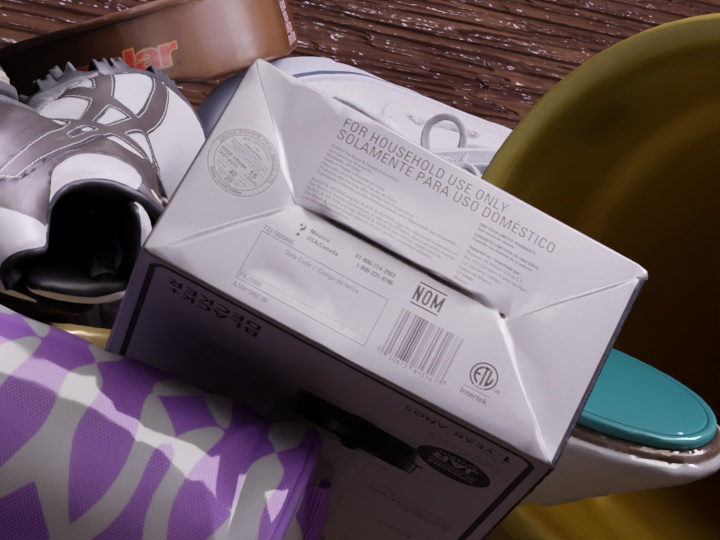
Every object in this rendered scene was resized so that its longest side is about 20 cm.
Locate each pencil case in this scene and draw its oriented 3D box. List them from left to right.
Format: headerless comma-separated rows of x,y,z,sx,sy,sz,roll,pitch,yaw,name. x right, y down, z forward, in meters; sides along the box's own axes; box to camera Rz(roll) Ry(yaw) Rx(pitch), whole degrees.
-0.102,0.039,0.676,0.200,0.084,0.086,25,29,2,pencil case

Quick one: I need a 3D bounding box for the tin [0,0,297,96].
-0.082,-0.087,1.051,0.112,0.042,0.200,-12,6,3,tin

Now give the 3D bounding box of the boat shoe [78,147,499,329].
-0.001,-0.001,0.974,0.202,0.074,0.065,-9,7,-25,boat shoe

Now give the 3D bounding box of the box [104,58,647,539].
-0.009,0.029,0.732,0.117,0.200,0.060,28,68,0,box

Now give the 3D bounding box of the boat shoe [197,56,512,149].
0.025,-0.034,1.119,0.202,0.075,0.086,14,11,-41,boat shoe

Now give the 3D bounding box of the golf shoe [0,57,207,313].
-0.097,-0.021,0.887,0.094,0.078,0.200,48,19,18,golf shoe

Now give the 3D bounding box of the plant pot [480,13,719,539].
0.160,0.030,0.925,0.189,0.201,0.201,19,23,-52,plant pot

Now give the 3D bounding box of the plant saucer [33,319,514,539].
-0.022,0.101,0.857,0.200,0.048,0.200,9,32,-37,plant saucer

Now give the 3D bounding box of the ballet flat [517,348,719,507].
0.027,0.039,0.863,0.200,0.069,0.069,25,22,27,ballet flat
